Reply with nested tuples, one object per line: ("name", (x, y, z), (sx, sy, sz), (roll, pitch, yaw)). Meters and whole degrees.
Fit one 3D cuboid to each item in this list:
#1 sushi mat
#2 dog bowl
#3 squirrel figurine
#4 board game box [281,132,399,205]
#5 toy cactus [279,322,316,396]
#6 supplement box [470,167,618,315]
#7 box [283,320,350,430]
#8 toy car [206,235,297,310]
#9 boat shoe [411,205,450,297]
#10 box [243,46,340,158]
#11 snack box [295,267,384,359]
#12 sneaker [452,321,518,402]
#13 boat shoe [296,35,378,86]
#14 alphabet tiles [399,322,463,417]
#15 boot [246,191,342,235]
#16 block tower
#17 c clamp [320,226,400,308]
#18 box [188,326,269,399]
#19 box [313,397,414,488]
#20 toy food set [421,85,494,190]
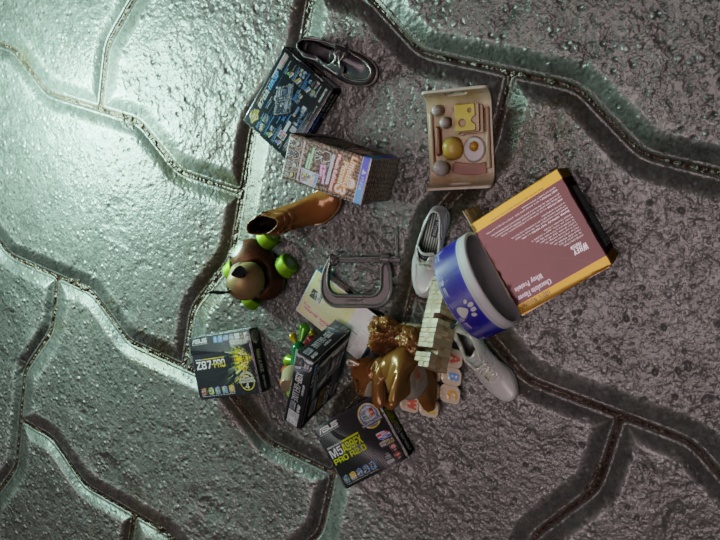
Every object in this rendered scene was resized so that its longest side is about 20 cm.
("sushi mat", (0.269, -0.039, 1.429), (0.012, 0.095, 0.203), (-30, 85, 26))
("dog bowl", (0.233, 0.030, 1.400), (0.078, 0.199, 0.203), (-30, 85, 28))
("squirrel figurine", (0.061, 0.202, 1.547), (0.185, 0.140, 0.205), (2, 84, 47))
("board game box", (-0.041, -0.220, 1.513), (0.197, 0.159, 0.099), (20, 106, 20))
("toy cactus", (-0.145, 0.230, 1.640), (0.101, 0.166, 0.203), (24, 114, -1))
("supplement box", (0.356, -0.058, 1.364), (0.196, 0.132, 0.203), (-33, 84, 26))
("box", (-0.097, 0.234, 1.587), (0.049, 0.157, 0.203), (27, 124, 20))
("toy car", (-0.272, 0.007, 1.636), (0.164, 0.199, 0.159), (-40, 81, 24))
("boat shoe", (0.141, -0.038, 1.506), (0.072, 0.067, 0.205), (12, 103, 23))
("box", (-0.158, -0.375, 1.606), (0.159, 0.046, 0.201), (41, 113, 14))
("snack box", (-0.046, 0.099, 1.633), (0.199, 0.037, 0.117), (37, 110, 16))
("sneaker", (0.255, 0.196, 1.484), (0.070, 0.080, 0.201), (-41, 82, 23))
("boat shoe", (-0.055, -0.455, 1.535), (0.198, 0.062, 0.074), (30, 109, 18))
("alphabet tiles", (0.135, 0.221, 1.567), (0.192, 0.015, 0.205), (9, 102, 31))
("boot", (-0.150, -0.129, 1.580), (0.196, 0.155, 0.078), (-14, 92, 26))
("block tower", (0.165, 0.106, 1.472), (0.054, 0.057, 0.204), (-5, 67, 58))
("c clamp", (0.000, 0.000, 1.587), (0.195, 0.027, 0.175), (-6, 89, 14))
("box", (-0.333, 0.235, 1.786), (0.196, 0.049, 0.165), (-9, 91, 27))
("box", (0.006, 0.396, 1.653), (0.198, 0.044, 0.162), (-33, 84, 26))
("toy food set", (0.197, -0.269, 1.446), (0.141, 0.060, 0.205), (0, 99, 26))
